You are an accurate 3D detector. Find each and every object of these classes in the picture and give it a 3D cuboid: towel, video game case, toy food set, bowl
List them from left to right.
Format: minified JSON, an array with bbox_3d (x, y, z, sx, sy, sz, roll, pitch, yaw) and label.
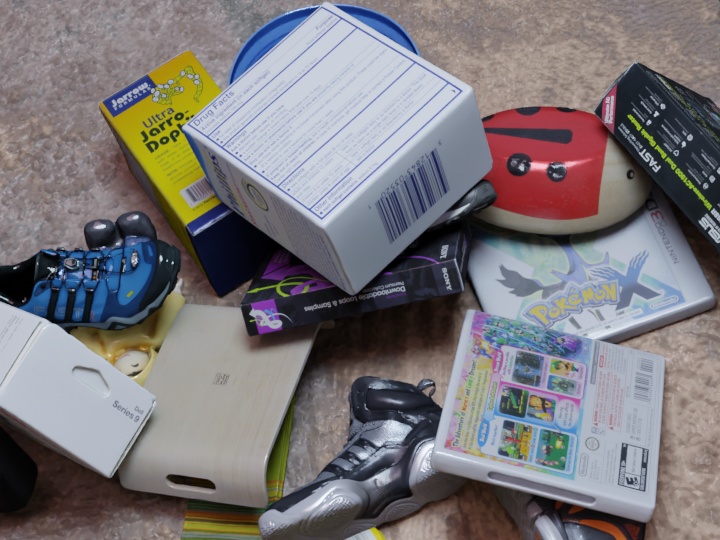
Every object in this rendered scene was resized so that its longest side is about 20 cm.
[{"bbox_3d":[-0.118,0.116,1.489,0.142,0.061,0.201,5,50,20],"label":"toy food set"},{"bbox_3d":[-0.108,0.163,1.490,0.085,0.018,0.201,0,58,11],"label":"towel"},{"bbox_3d":[-0.034,-0.182,1.672,0.199,0.039,0.202,-3,56,4],"label":"bowl"},{"bbox_3d":[0.161,0.117,1.389,0.181,0.024,0.200,13,36,4],"label":"video game case"},{"bbox_3d":[0.201,-0.010,1.531,0.199,0.022,0.183,-19,56,0],"label":"video game case"}]

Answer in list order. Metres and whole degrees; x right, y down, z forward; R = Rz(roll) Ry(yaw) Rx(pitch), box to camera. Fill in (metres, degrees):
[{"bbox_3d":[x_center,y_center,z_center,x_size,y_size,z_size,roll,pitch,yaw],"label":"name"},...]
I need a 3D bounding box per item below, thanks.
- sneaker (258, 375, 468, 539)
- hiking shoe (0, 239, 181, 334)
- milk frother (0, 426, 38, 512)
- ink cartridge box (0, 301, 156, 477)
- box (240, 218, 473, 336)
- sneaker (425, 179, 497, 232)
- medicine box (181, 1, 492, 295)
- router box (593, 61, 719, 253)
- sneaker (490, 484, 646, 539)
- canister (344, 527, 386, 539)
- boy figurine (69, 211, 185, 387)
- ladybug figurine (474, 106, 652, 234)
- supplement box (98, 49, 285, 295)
[{"bbox_3d":[-0.006,0.163,1.437,0.199,0.076,0.114,-21,55,-9],"label":"sneaker"},{"bbox_3d":[-0.253,0.014,1.497,0.199,0.087,0.075,-18,58,29],"label":"hiking shoe"},{"bbox_3d":[-0.399,0.200,1.425,0.180,0.189,0.201,20,65,24],"label":"milk frother"},{"bbox_3d":[-0.295,0.091,1.451,0.199,0.145,0.088,13,68,48],"label":"ink cartridge box"},{"bbox_3d":[0.000,0.000,1.499,0.198,0.036,0.143,-11,18,10],"label":"box"},{"bbox_3d":[0.043,-0.080,1.523,0.074,0.080,0.199,-23,20,-36],"label":"sneaker"},{"bbox_3d":[-0.020,-0.110,1.450,0.182,0.103,0.200,-43,52,-16],"label":"medicine box"},{"bbox_3d":[0.316,-0.087,1.476,0.062,0.149,0.200,-49,55,21],"label":"router box"},{"bbox_3d":[0.174,0.170,1.401,0.111,0.078,0.201,-18,56,-13],"label":"sneaker"},{"bbox_3d":[-0.049,0.302,1.296,0.199,0.087,0.149,-22,53,-9],"label":"canister"},{"bbox_3d":[-0.225,0.045,1.563,0.123,0.065,0.201,-10,54,2],"label":"boy figurine"},{"bbox_3d":[0.170,-0.100,1.533,0.198,0.072,0.136,2,52,10],"label":"ladybug figurine"},{"bbox_3d":[-0.151,-0.097,1.608,0.109,0.109,0.200,-32,57,-10],"label":"supplement box"}]
